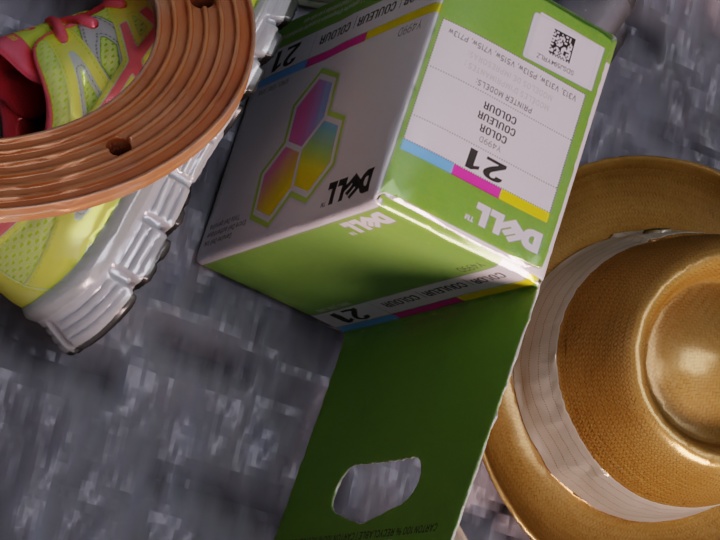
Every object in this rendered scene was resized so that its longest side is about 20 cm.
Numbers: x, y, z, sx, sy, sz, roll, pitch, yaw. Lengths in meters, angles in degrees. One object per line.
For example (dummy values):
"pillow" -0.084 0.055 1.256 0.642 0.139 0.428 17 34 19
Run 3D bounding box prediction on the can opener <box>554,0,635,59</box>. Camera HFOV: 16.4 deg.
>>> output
"can opener" 0.078 -0.110 1.041 0.067 0.053 0.200 29 65 12

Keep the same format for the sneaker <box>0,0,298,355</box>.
"sneaker" -0.089 -0.074 0.917 0.090 0.078 0.200 31 64 -12

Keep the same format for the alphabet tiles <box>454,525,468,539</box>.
"alphabet tiles" 0.060 0.195 0.906 0.200 0.015 0.196 61 13 -49

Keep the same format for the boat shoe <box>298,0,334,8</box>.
"boat shoe" 0.061 -0.149 0.991 0.199 0.075 0.066 -7 67 4

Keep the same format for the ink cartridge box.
"ink cartridge box" 0.000 0.000 0.911 0.076 0.148 0.200 27 70 -23

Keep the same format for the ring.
"ring" -0.136 -0.083 0.860 0.200 0.019 0.201 5 44 -5

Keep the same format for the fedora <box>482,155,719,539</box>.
"fedora" 0.141 0.039 1.023 0.200 0.082 0.201 5 80 -30
